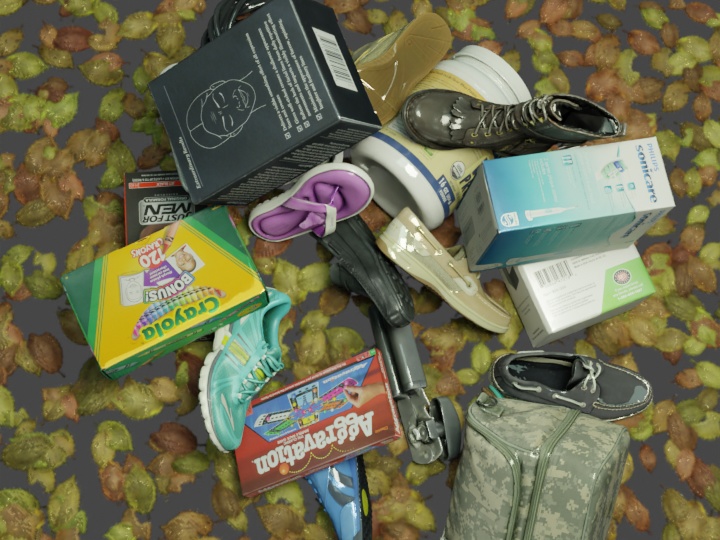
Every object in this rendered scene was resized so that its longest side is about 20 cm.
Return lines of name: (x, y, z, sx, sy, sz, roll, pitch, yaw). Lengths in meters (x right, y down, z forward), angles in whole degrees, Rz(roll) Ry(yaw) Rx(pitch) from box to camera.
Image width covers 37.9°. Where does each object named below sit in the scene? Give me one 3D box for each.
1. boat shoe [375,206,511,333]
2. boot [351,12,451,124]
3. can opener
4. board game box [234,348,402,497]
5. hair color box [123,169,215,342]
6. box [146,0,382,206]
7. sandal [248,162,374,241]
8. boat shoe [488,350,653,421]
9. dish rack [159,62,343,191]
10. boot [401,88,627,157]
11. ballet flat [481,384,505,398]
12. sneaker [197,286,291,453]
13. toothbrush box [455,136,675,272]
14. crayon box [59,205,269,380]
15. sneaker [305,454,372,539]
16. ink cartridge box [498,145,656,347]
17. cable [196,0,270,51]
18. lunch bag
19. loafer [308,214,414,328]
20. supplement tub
boat shoe: (0.110, 0.002, 1.226, 0.200, 0.072, 0.065, 37, 96, -19)
boot: (0.004, -0.220, 1.248, 0.200, 0.155, 0.073, -47, 106, -14)
can opener: (0.066, 0.129, 1.238, 0.067, 0.053, 0.201, -2, 70, -39)
board game box: (-0.055, 0.171, 1.165, 0.199, 0.019, 0.104, -25, 63, 19)
hair color box: (-0.225, -0.016, 1.244, 0.101, 0.061, 0.201, -4, 75, -6)
box: (-0.103, -0.177, 1.127, 0.199, 0.107, 0.149, -26, 80, 24)
sandal: (-0.057, -0.064, 1.212, 0.082, 0.202, 0.050, 29, 57, -28)
boat shoe: (0.253, 0.133, 1.234, 0.199, 0.063, 0.073, 9, 73, -2)
dish rack: (-0.132, -0.172, 1.252, 0.199, 0.044, 0.173, -13, 78, -16)
boot: (0.160, -0.166, 1.120, 0.199, 0.174, 0.070, 8, 87, -19)
ballet flat: (0.198, 0.223, 1.212, 0.200, 0.068, 0.072, 42, 94, 4)
sneaker: (-0.129, 0.106, 1.186, 0.079, 0.078, 0.201, 1, 63, 21)
toothbrush box: (0.221, -0.070, 1.159, 0.199, 0.147, 0.086, -8, 74, -8)
crayon box: (-0.215, 0.023, 1.169, 0.199, 0.058, 0.119, -26, 75, -9)
sneaker: (-0.034, 0.232, 1.189, 0.078, 0.066, 0.201, -12, 75, 7)
ink cartridge box: (0.241, -0.030, 1.270, 0.145, 0.084, 0.201, -20, 76, -10)
cable: (-0.105, -0.267, 1.338, 0.199, 0.051, 0.164, 26, 65, -2)
lunch bag: (0.179, 0.244, 1.125, 0.167, 0.139, 0.201, 18, 114, 25)
loafer: (0.000, 0.000, 1.232, 0.070, 0.068, 0.201, -39, 51, 8)
supplement tub: (0.100, -0.161, 1.267, 0.144, 0.144, 0.200, 42, 76, 8)
